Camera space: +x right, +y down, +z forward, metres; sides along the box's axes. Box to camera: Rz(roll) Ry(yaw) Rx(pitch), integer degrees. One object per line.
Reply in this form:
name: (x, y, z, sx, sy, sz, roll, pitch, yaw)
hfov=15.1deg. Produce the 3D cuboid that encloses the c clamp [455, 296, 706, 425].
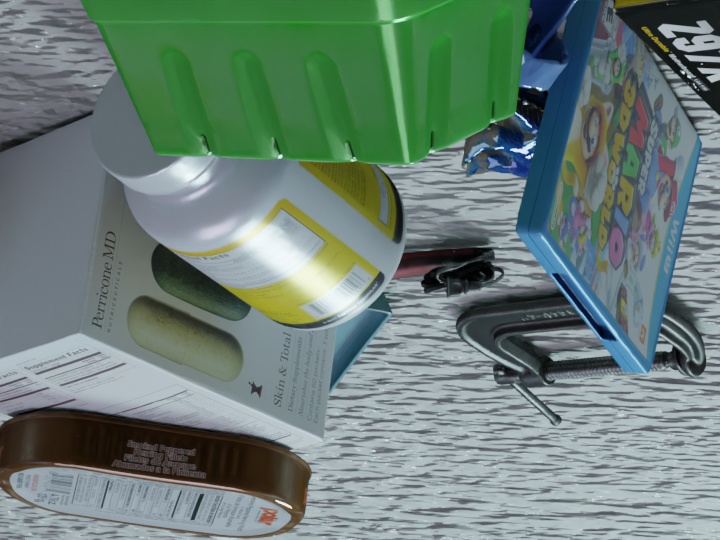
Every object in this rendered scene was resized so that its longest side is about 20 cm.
c clamp: (0.157, 0.054, 1.864, 0.199, 0.027, 0.171, -11, 147, 43)

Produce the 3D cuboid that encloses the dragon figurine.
dragon figurine: (0.107, -0.076, 1.470, 0.099, 0.059, 0.200, 6, 169, 5)

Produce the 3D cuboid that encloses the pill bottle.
pill bottle: (-0.065, -0.050, 1.547, 0.112, 0.113, 0.200, -5, 155, 30)

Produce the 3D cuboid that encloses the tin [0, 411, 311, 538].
tin: (-0.131, 0.130, 1.709, 0.199, 0.042, 0.112, 9, 161, -7)

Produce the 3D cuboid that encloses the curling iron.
curling iron: (0.000, 0.000, 1.765, 0.199, 0.026, 0.050, 0, -165, 30)

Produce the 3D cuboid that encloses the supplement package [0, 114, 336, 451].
supplement package: (-0.135, 0.020, 1.691, 0.200, 0.153, 0.150, 26, 150, -38)

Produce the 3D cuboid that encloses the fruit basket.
fruit basket: (-0.033, -0.155, 1.267, 0.215, 0.217, 0.155, -11, -169, 40)

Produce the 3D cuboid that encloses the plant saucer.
plant saucer: (-0.032, 0.047, 1.919, 0.070, 0.019, 0.200, 12, 158, -10)

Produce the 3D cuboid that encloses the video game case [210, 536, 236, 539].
video game case: (-0.172, 0.089, 1.882, 0.023, 0.200, 0.182, -40, 147, 4)

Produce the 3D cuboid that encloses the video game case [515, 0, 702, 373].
video game case: (0.135, -0.046, 1.437, 0.018, 0.144, 0.200, 6, 160, 24)

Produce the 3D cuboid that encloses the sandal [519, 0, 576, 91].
sandal: (0.048, -0.117, 1.369, 0.079, 0.088, 0.200, 16, 160, -25)

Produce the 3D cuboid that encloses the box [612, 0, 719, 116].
box: (0.240, -0.116, 1.353, 0.159, 0.050, 0.200, -4, 156, 33)
